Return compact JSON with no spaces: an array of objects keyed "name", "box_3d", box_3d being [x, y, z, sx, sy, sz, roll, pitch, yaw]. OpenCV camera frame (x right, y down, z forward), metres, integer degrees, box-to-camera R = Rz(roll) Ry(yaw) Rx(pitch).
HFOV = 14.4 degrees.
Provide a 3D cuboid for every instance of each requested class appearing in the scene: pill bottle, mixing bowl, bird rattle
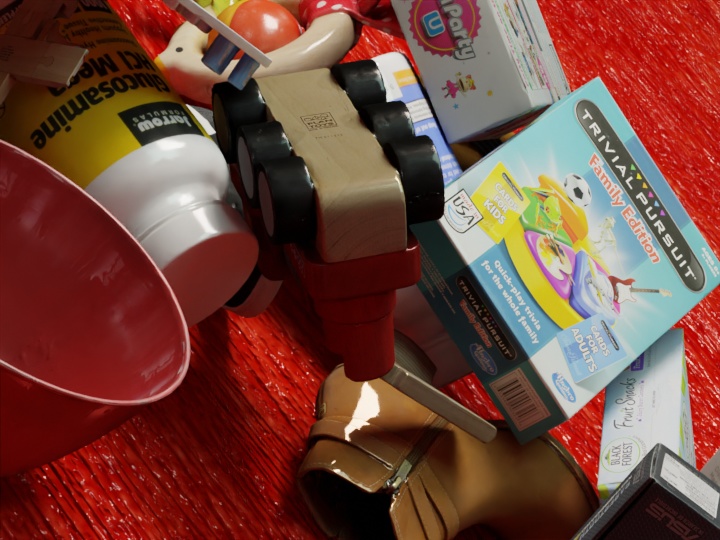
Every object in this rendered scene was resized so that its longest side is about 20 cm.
[{"name":"pill bottle","box_3d":[-0.145,-0.064,1.606,0.112,0.113,0.200,0,46,-54]},{"name":"mixing bowl","box_3d":[-0.196,0.030,1.432,0.199,0.109,0.201,31,26,-17]},{"name":"pill bottle","box_3d":[0.020,-0.024,1.778,0.112,0.112,0.201,-19,83,-62]},{"name":"bird rattle","box_3d":[-0.052,-0.157,1.917,0.199,0.113,0.163,13,43,26]}]

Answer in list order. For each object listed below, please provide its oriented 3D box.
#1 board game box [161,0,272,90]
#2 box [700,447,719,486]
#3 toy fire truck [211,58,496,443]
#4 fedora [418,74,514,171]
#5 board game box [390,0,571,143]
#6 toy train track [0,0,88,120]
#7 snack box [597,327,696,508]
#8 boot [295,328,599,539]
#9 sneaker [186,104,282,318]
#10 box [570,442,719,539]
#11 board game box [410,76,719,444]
[{"name":"board game box","box_3d":[-0.165,-0.187,1.578,0.200,0.026,0.200,39,4,43]},{"name":"box","box_3d":[0.338,0.178,1.819,0.171,0.200,0.200,21,29,-30]},{"name":"toy fire truck","box_3d":[0.000,0.000,1.606,0.128,0.201,0.176,-10,27,-12]},{"name":"fedora","box_3d":[0.037,-0.063,1.937,0.200,0.082,0.201,25,24,-12]},{"name":"board game box","box_3d":[0.074,-0.163,1.850,0.200,0.064,0.148,-16,84,-78]},{"name":"toy train track","box_3d":[-0.204,-0.073,1.540,0.114,0.201,0.033,13,-24,41]},{"name":"snack box","box_3d":[0.177,0.142,1.733,0.053,0.143,0.200,-6,25,10]},{"name":"boot","box_3d":[0.052,0.133,1.652,0.200,0.077,0.156,46,30,-12]},{"name":"sneaker","box_3d":[-0.115,-0.046,1.734,0.111,0.073,0.200,23,21,-25]},{"name":"box","box_3d":[0.194,0.216,1.601,0.200,0.158,0.051,38,25,-5]},{"name":"board game box","box_3d":[0.121,-0.010,1.728,0.200,0.047,0.151,-37,94,-45]}]
